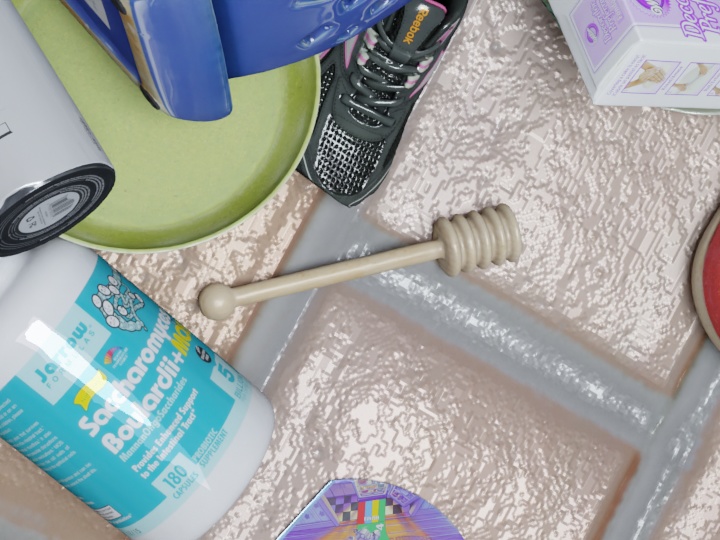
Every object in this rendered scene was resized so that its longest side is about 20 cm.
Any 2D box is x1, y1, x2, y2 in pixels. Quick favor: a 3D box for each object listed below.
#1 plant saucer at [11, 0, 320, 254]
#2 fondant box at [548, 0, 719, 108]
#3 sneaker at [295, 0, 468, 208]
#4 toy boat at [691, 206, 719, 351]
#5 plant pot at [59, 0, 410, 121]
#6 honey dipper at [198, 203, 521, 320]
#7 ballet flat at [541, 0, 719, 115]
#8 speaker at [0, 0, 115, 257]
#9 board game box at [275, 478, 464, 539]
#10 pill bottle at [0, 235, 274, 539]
[{"bbox_3d":[-0.122,-0.104,0.874,0.198,0.031,0.202,1,77,-6],"label":"plant saucer"},{"bbox_3d":[0.204,-0.169,0.931,0.199,0.058,0.145,-2,59,-28],"label":"fondant box"},{"bbox_3d":[0.015,-0.136,0.913,0.080,0.086,0.201,18,90,-17],"label":"sneaker"},{"bbox_3d":[0.305,-0.017,0.995,0.130,0.131,0.201,33,85,-17],"label":"toy boat"},{"bbox_3d":[-0.080,-0.202,0.785,0.180,0.200,0.200,-39,78,-11],"label":"plant pot"},{"bbox_3d":[0.000,0.000,0.949,0.199,0.038,0.038,-15,100,-14],"label":"honey dipper"},{"bbox_3d":[0.186,-0.135,0.983,0.199,0.074,0.075,16,91,-15],"label":"ballet flat"},{"bbox_3d":[-0.208,-0.111,0.807,0.081,0.081,0.201,-31,78,-12],"label":"speaker"},{"bbox_3d":[-0.005,0.233,0.966,0.200,0.039,0.158,-46,107,-8],"label":"board game box"},{"bbox_3d":[-0.151,0.057,0.866,0.200,0.111,0.111,41,83,-17],"label":"pill bottle"}]
